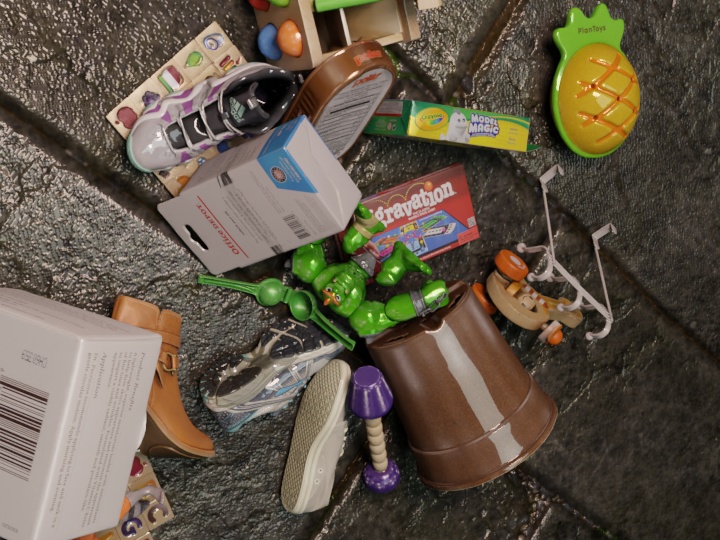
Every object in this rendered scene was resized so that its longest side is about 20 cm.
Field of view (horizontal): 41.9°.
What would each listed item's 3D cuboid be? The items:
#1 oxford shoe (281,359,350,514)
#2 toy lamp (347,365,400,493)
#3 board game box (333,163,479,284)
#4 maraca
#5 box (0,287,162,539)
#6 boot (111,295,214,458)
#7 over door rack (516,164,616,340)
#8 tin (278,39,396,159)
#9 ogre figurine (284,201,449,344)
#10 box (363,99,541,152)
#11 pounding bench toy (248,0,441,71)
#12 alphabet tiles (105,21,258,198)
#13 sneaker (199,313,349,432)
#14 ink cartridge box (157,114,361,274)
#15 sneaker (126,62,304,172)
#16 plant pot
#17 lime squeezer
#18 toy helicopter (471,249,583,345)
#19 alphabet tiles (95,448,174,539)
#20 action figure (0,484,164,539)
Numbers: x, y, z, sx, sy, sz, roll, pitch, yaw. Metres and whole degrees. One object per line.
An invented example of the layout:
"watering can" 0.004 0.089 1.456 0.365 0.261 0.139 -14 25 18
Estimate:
"oxford shoe" -0.046 0.207 1.167 0.057 0.075 0.202 11 97 -31
"toy lamp" 0.017 0.196 1.164 0.058 0.058 0.201 -27 137 -22
"board game box" 0.059 -0.058 1.208 0.199 0.019 0.104 -23 107 -23
"maraca" 0.312 -0.252 1.260 0.136 0.107 0.202 -15 105 -25
"box" -0.326 0.133 0.915 0.131 0.199 0.201 11 93 -67
"boot" -0.221 0.127 1.062 0.200 0.073 0.156 41 49 -54
"over door rack" 0.282 -0.020 1.280 0.148 0.066 0.201 41 44 -27
"tin" -0.031 -0.174 1.044 0.112 0.200 0.042 -29 75 -38
"ogre figurine" 0.000 0.000 1.120 0.200 0.098 0.120 42 92 -17
"box" 0.117 -0.178 1.163 0.199 0.117 0.049 5 97 -29
"pounding bench toy" -0.024 -0.294 1.021 0.155 0.200 0.125 -21 108 -24
"alphabet tiles" -0.165 -0.153 1.080 0.167 0.008 0.200 -45 116 -15
"sneaker" -0.100 0.123 1.135 0.199 0.078 0.087 -26 131 -23
"ink cartridge box" -0.114 -0.078 1.039 0.116 0.199 0.068 53 39 -26
"sneaker" -0.150 -0.167 1.000 0.199 0.140 0.078 -37 113 -19
"plant pot" 0.114 0.135 1.181 0.200 0.200 0.199 -36 106 -18
"lime squeezer" -0.095 0.041 1.120 0.199 0.071 0.038 24 126 0
"toy helicopter" 0.248 0.054 1.276 0.199 0.133 0.079 12 123 -46
"alphabet tiles" -0.320 0.291 1.071 0.199 0.006 0.168 -27 109 -22
"action figure" -0.327 0.306 1.034 0.192 0.105 0.201 6 123 -22
